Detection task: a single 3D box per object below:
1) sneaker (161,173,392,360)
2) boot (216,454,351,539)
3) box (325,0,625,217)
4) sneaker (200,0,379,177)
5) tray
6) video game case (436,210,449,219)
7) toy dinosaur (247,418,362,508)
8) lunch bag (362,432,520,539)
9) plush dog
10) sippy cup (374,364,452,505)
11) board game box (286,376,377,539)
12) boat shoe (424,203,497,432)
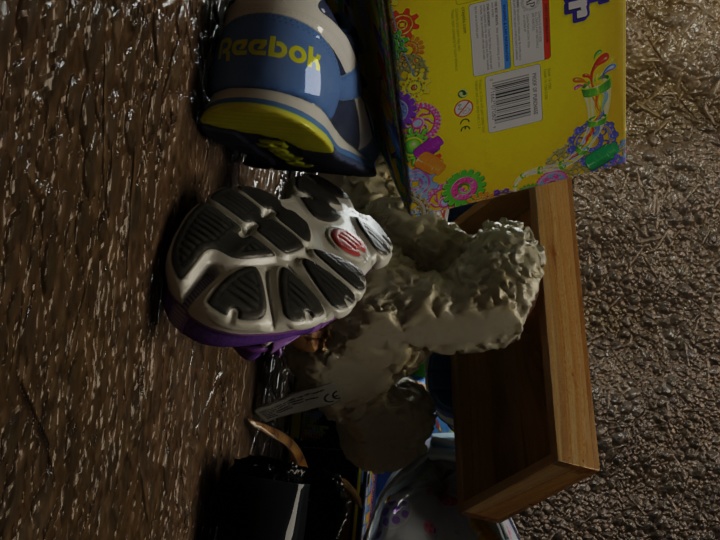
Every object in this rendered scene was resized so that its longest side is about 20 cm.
[{"bbox_3d":[-0.041,0.013,0.772,0.084,0.080,0.200,-53,170,15],"label":"sneaker"},{"bbox_3d":[-0.042,0.192,0.909,0.200,0.076,0.170,52,47,-73],"label":"boot"},{"bbox_3d":[0.047,-0.174,0.843,0.193,0.121,0.201,-112,-169,-48],"label":"box"},{"bbox_3d":[-0.028,-0.092,0.815,0.200,0.073,0.083,51,43,-83],"label":"sneaker"},{"bbox_3d":[0.097,0.044,1.026,0.098,0.037,0.202,-38,-134,47],"label":"tray"},{"bbox_3d":[0.021,-0.145,1.120,0.144,0.017,0.201,-76,146,-54],"label":"video game case"},{"bbox_3d":[-0.035,0.161,1.038,0.106,0.060,0.202,-68,162,-66],"label":"toy dinosaur"},{"bbox_3d":[0.053,0.211,1.103,0.170,0.126,0.203,70,26,-86],"label":"lunch bag"},{"bbox_3d":[0.000,0.000,1.028,0.201,0.159,0.173,-55,-153,32],"label":"plush dog"},{"bbox_3d":[0.026,0.147,1.360,0.179,0.139,0.130,58,8,17],"label":"sippy cup"},{"bbox_3d":[-0.022,0.178,1.208,0.165,0.056,0.203,22,74,-83],"label":"board game box"},{"bbox_3d":[0.082,0.023,1.139,0.073,0.071,0.202,64,35,-57],"label":"boat shoe"}]
